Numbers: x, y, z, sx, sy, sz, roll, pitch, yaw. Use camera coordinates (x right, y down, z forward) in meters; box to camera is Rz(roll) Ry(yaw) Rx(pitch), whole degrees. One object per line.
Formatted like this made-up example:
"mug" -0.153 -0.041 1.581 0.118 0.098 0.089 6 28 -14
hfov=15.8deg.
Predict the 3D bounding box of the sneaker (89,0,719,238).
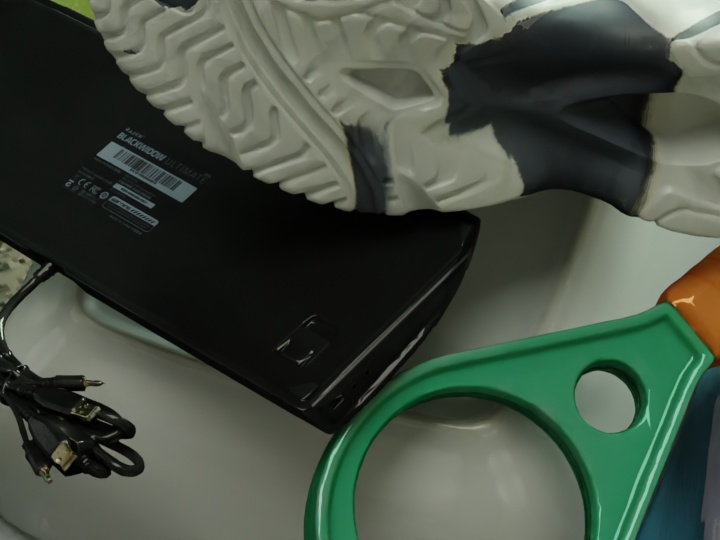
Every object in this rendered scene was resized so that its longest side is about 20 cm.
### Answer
"sneaker" 0.027 -0.078 0.697 0.198 0.080 0.130 5 30 -6

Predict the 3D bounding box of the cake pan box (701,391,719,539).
"cake pan box" 0.188 0.073 0.725 0.184 0.052 0.200 26 47 -12

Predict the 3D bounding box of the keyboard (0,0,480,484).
"keyboard" -0.073 -0.006 0.701 0.200 0.021 0.127 28 60 36

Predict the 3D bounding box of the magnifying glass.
"magnifying glass" 0.070 0.029 0.676 0.200 0.022 0.080 -37 83 -21

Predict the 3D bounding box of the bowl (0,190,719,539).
"bowl" 0.000 0.000 0.751 0.199 0.075 0.200 16 57 14

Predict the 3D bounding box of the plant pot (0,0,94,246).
"plant pot" -0.178 -0.061 0.868 0.200 0.201 0.185 7 60 13

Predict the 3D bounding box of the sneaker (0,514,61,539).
"sneaker" -0.073 0.132 0.736 0.199 0.075 0.115 16 53 23

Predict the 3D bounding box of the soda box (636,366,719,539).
"soda box" 0.113 0.083 0.768 0.068 0.064 0.200 3 49 9
